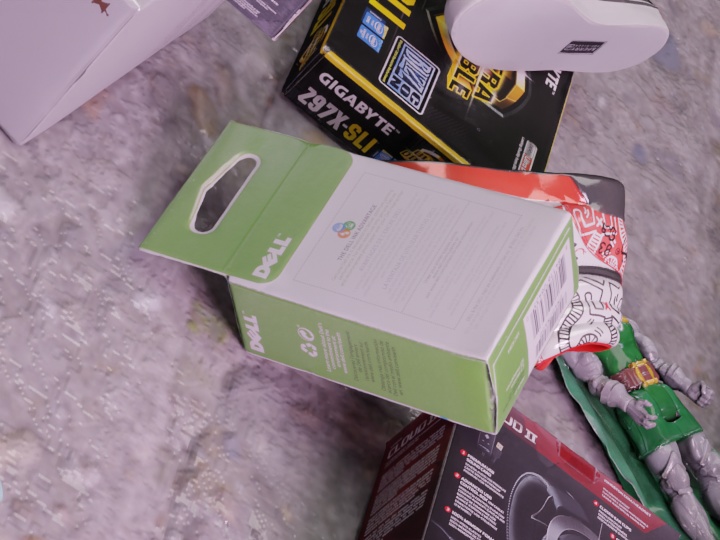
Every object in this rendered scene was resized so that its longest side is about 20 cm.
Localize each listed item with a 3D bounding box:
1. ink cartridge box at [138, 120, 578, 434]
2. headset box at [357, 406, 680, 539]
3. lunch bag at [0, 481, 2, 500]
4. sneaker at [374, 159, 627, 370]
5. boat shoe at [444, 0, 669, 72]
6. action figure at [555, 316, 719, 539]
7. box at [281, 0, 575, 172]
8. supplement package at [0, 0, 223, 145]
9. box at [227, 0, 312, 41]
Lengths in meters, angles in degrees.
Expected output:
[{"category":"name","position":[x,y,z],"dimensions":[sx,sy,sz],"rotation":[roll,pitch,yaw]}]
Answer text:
[{"category":"ink cartridge box","position":[0.000,0.000,1.215],"dimensions":[0.199,0.060,0.104],"rotation":[17,53,23]},{"category":"headset box","position":[0.073,0.161,1.188],"dimensions":[0.148,0.077,0.201],"rotation":[37,38,-15]},{"category":"lunch bag","position":[-0.262,0.039,0.926],"dimensions":[0.170,0.122,0.201],"rotation":[-17,76,-49]},{"category":"sneaker","position":[0.055,0.000,1.316],"dimensions":[0.200,0.067,0.109],"rotation":[3,82,-20]},{"category":"boat shoe","position":[0.109,-0.162,1.440],"dimensions":[0.199,0.071,0.064],"rotation":[3,57,-53]},{"category":"action figure","position":[0.167,0.085,1.372],"dimensions":[0.118,0.055,0.201],"rotation":[-14,64,-46]},{"category":"box","position":[0.049,-0.124,1.438],"dimensions":[0.159,0.049,0.201],"rotation":[37,39,-13]},{"category":"supplement package","position":[-0.133,-0.174,1.242],"dimensions":[0.117,0.117,0.200],"rotation":[48,36,-1]},{"category":"box","position":[-0.082,-0.229,1.204],"dimensions":[0.200,0.049,0.162],"rotation":[40,40,-9]}]
